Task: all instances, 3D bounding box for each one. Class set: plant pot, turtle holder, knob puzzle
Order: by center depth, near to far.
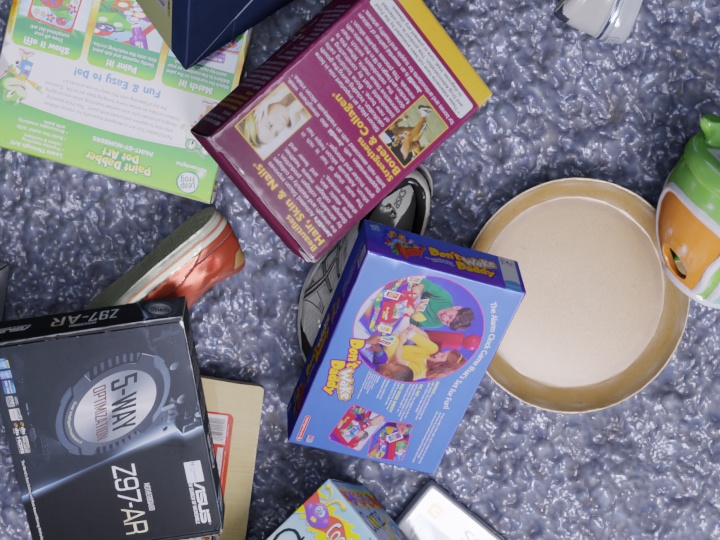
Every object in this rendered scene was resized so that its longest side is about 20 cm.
[{"bbox_3d":[0.319,-0.045,1.086,0.140,0.185,0.133,36,122,19],"label":"turtle holder"},{"bbox_3d":[0.182,0.021,1.142,0.197,0.027,0.203,0,98,-2],"label":"plant pot"},{"bbox_3d":[-0.191,0.172,1.149,0.217,0.030,0.223,0,98,-2],"label":"knob puzzle"}]

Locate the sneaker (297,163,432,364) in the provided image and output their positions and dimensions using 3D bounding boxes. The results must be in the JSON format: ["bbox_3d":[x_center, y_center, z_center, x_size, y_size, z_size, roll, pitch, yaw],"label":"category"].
[{"bbox_3d":[0.000,0.000,1.104,0.075,0.088,0.202,21,98,-6],"label":"sneaker"}]

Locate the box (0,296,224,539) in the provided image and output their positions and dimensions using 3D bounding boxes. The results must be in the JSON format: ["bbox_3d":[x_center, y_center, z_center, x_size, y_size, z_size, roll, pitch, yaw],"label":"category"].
[{"bbox_3d":[-0.203,0.130,1.083,0.158,0.044,0.202,-7,112,-1],"label":"box"}]

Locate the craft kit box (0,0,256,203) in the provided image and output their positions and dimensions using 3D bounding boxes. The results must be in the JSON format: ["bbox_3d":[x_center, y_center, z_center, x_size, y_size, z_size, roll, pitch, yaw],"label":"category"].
[{"bbox_3d":[-0.192,-0.176,1.097,0.198,0.049,0.200,15,94,-4],"label":"craft kit box"}]

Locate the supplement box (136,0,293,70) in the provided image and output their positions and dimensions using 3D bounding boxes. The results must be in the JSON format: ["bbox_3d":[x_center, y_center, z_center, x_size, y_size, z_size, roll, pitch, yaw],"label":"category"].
[{"bbox_3d":[-0.129,-0.294,0.973,0.134,0.200,0.201,-35,85,-14],"label":"supplement box"}]

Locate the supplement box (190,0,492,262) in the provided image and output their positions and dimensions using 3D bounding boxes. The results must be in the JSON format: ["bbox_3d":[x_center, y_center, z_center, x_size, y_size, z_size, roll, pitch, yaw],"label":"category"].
[{"bbox_3d":[-0.017,-0.125,1.058,0.200,0.103,0.131,-42,108,-5],"label":"supplement box"}]

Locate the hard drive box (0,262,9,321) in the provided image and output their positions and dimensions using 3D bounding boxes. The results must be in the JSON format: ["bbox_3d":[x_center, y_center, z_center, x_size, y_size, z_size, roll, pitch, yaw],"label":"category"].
[{"bbox_3d":[-0.406,0.059,1.105,0.197,0.077,0.158,8,98,-3],"label":"hard drive box"}]

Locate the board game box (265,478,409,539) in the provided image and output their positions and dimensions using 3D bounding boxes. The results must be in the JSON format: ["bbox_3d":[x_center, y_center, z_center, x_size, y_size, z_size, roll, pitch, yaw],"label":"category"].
[{"bbox_3d":[-0.051,0.283,1.115,0.200,0.105,0.103,-45,70,4],"label":"board game box"}]

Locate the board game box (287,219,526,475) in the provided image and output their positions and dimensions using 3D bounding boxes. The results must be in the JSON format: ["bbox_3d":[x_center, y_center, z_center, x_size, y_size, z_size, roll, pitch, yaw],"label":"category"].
[{"bbox_3d":[0.033,0.068,1.083,0.133,0.045,0.201,15,122,-14],"label":"board game box"}]

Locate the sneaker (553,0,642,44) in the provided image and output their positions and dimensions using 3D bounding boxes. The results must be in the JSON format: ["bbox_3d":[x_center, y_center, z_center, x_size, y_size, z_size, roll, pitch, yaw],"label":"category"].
[{"bbox_3d":[0.213,-0.289,1.079,0.070,0.073,0.202,16,97,-7],"label":"sneaker"}]

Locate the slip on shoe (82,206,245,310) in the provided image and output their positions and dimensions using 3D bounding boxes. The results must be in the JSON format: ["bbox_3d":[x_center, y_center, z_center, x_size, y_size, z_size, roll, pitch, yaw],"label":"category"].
[{"bbox_3d":[-0.179,0.031,1.113,0.199,0.074,0.061,-39,112,3],"label":"slip on shoe"}]

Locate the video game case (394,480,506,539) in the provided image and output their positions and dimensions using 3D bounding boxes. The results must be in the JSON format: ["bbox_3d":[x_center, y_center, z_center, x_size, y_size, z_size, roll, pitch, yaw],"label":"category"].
[{"bbox_3d":[0.069,0.318,1.180,0.182,0.023,0.201,39,95,-6],"label":"video game case"}]
